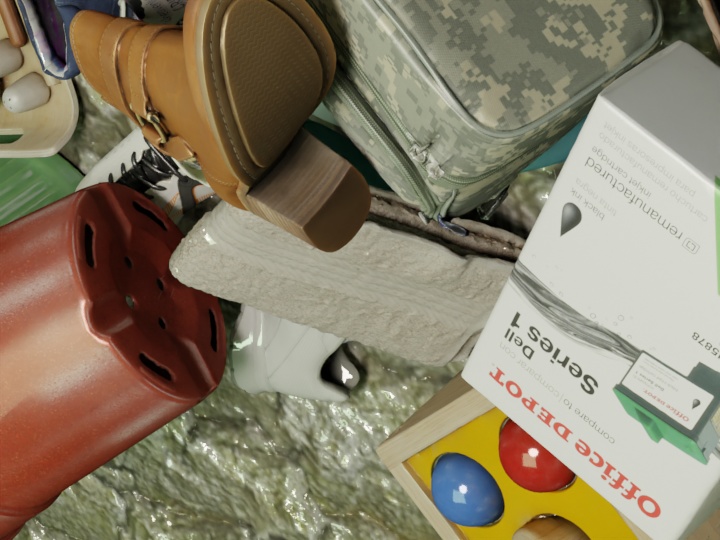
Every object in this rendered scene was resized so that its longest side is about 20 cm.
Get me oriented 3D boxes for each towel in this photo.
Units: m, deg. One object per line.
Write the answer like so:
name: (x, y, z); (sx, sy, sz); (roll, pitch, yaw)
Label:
towel: (0.000, 0.000, 1.109); (0.199, 0.035, 0.133); (18, 147, -21)

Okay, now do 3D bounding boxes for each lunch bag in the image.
lunch bag: (0.031, -0.129, 0.943); (0.200, 0.139, 0.168); (52, 158, 3)

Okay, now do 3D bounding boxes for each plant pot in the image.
plant pot: (-0.202, 0.052, 1.201); (0.195, 0.201, 0.201); (-27, 99, 24)

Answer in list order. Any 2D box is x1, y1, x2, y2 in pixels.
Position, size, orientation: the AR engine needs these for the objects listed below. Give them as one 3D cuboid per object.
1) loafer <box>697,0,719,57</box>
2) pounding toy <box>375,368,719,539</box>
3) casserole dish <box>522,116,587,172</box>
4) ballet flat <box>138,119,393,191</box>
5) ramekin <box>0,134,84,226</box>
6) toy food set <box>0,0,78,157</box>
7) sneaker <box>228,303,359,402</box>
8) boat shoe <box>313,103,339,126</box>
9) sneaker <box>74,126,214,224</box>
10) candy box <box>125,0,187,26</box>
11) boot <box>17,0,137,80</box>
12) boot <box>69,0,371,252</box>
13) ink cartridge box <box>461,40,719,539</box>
loafer: (0.202, -0.089, 0.916); (0.072, 0.063, 0.201); (-11, 110, 46)
pounding toy: (0.131, 0.136, 1.086); (0.200, 0.142, 0.184); (52, 140, 0)
casserole dish: (0.063, -0.135, 1.034); (0.121, 0.039, 0.201); (19, 131, 33)
ballet flat: (-0.053, -0.062, 1.108); (0.072, 0.072, 0.200); (-6, 152, 45)
ramekin: (-0.263, 0.008, 1.395); (0.199, 0.098, 0.201); (24, 133, 29)
toy food set: (-0.283, -0.172, 1.310); (0.143, 0.060, 0.201); (2, 117, 42)
sneaker: (-0.038, 0.002, 1.217); (0.087, 0.075, 0.201); (14, 135, 21)
boat shoe: (-0.051, -0.163, 1.096); (0.200, 0.072, 0.062); (44, 134, 11)
sneaker: (-0.132, -0.060, 1.240); (0.074, 0.080, 0.200); (51, 138, 3)
candy box: (-0.135, -0.225, 1.025); (0.201, 0.061, 0.136); (62, -179, 12)
boot: (-0.168, -0.216, 1.148); (0.073, 0.090, 0.201); (14, 127, 36)
boot: (-0.080, -0.099, 0.921); (0.155, 0.077, 0.200); (34, 170, 29)
ink cartridge box: (0.152, 0.016, 0.925); (0.146, 0.084, 0.200); (40, 135, 19)
